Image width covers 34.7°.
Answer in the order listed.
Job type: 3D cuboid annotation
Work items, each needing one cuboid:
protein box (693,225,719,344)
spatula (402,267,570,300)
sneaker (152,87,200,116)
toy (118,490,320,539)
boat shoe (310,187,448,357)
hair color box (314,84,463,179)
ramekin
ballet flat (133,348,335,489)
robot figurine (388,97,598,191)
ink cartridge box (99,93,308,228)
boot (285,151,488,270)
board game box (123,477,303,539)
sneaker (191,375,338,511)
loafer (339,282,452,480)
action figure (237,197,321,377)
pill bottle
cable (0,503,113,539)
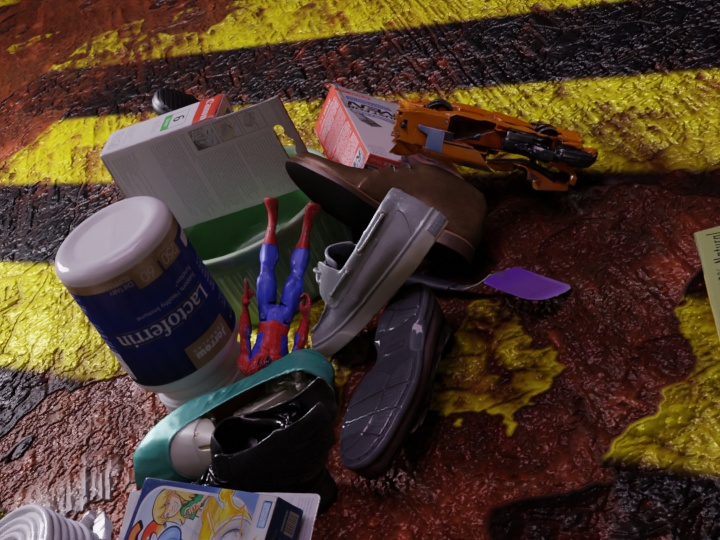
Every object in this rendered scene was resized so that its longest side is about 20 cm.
[{"bbox_3d":[0.334,0.057,0.715,0.200,0.135,0.199,-16,34,17],"label":"protein box"},{"bbox_3d":[0.097,0.011,1.063,0.200,0.021,0.057,1,15,44],"label":"spatula"},{"bbox_3d":[-0.171,-0.122,1.305,0.089,0.200,0.074,-38,33,21],"label":"sneaker"},{"bbox_3d":[-0.110,0.228,0.872,0.200,0.047,0.115,-5,60,34],"label":"toy"},{"bbox_3d":[0.000,0.000,1.026,0.201,0.072,0.070,-50,0,39],"label":"boat shoe"},{"bbox_3d":[0.027,-0.124,1.226,0.200,0.111,0.064,-112,41,-57],"label":"hair color box"},{"bbox_3d":[-0.104,-0.034,1.211,0.200,0.098,0.200,-20,33,13],"label":"ramekin"},{"bbox_3d":[-0.108,0.133,0.995,0.200,0.067,0.070,-31,18,-9],"label":"ballet flat"},{"bbox_3d":[0.130,-0.124,1.124,0.200,0.058,0.145,14,16,2],"label":"robot figurine"},{"bbox_3d":[-0.146,-0.113,1.157,0.200,0.109,0.050,-17,34,17],"label":"ink cartridge box"},{"bbox_3d":[0.026,-0.074,1.101,0.200,0.074,0.075,25,72,3],"label":"boot"},{"bbox_3d":[-0.129,0.252,0.812,0.135,0.034,0.200,-1,62,37],"label":"board game box"},{"bbox_3d":[-0.098,0.157,0.924,0.200,0.104,0.060,-17,33,16],"label":"sneaker"},{"bbox_3d":[0.040,0.096,0.955,0.072,0.063,0.200,-26,31,36],"label":"loafer"},{"bbox_3d":[-0.078,0.033,1.067,0.065,0.200,0.052,8,-10,-5],"label":"action figure"},{"bbox_3d":[-0.183,0.040,1.066,0.116,0.200,0.116,-20,33,14],"label":"pill bottle"},{"bbox_3d":[-0.270,0.273,0.862,0.200,0.069,0.200,-48,21,3],"label":"cable"}]
